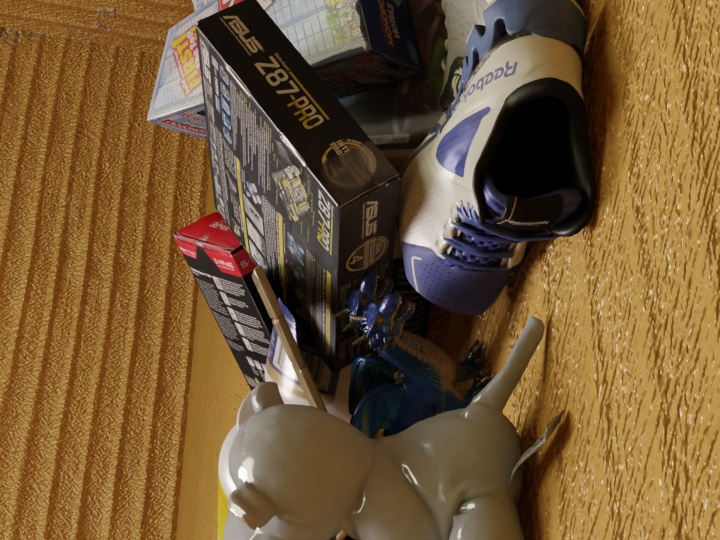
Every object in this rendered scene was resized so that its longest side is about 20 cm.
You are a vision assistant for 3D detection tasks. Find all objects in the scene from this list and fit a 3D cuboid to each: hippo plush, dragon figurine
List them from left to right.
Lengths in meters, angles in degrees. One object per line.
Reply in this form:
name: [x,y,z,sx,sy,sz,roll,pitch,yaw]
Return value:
hippo plush: [0.005,0.139,0.814,0.160,0.160,0.201,-94,15,-50]
dragon figurine: [0.020,0.088,0.948,0.059,0.099,0.201,-95,17,-54]

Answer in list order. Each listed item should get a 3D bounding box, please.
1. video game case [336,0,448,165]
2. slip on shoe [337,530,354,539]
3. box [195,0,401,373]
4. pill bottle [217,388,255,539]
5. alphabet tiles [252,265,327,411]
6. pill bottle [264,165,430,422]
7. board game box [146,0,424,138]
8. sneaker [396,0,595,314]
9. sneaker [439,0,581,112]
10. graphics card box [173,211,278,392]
video game case: [0.025,-0.160,1.010,0.199,0.023,0.183,2,81,41]
slip on shoe: [-0.018,0.277,1.099,0.061,0.076,0.201,118,166,-79]
box: [-0.041,-0.049,0.956,0.161,0.049,0.200,54,161,26]
pill bottle: [-0.057,0.179,1.198,0.200,0.112,0.113,96,175,-48]
alphabet tiles: [-0.028,0.091,0.991,0.167,0.008,0.201,156,90,-85]
pill bottle: [0.000,0.000,1.100,0.111,0.111,0.201,-109,29,-68]
board game box: [-0.068,-0.184,1.041,0.199,0.062,0.201,-27,64,33]
sneaker: [0.072,-0.042,0.821,0.115,0.080,0.200,-91,15,-50]
sneaker: [0.061,-0.156,0.921,0.200,0.075,0.116,-114,30,-50]
graphics card box: [-0.074,0.051,1.264,0.125,0.051,0.201,14,132,60]
